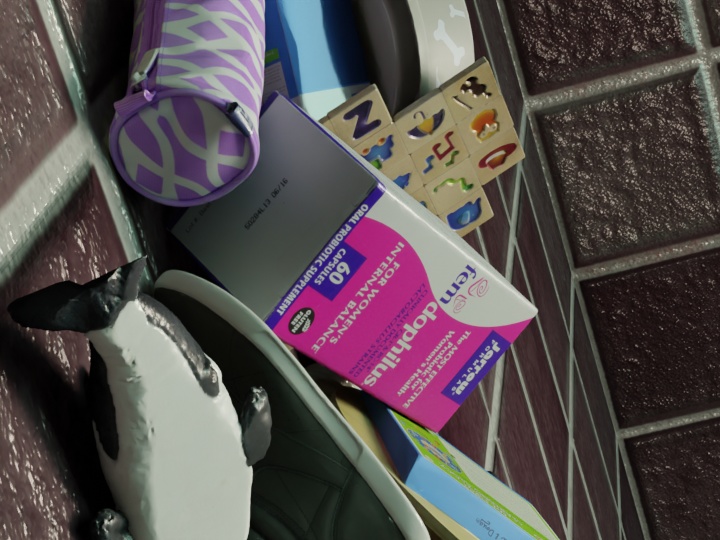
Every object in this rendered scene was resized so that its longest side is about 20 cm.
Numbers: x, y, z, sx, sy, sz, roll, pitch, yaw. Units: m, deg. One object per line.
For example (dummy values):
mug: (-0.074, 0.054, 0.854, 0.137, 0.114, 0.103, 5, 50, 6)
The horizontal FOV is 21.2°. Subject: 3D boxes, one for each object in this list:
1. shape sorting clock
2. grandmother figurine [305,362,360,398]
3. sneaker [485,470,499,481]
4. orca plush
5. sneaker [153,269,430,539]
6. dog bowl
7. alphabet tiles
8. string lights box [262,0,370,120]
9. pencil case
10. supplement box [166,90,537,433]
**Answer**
shape sorting clock: (0.058, 0.138, 1.118, 0.199, 0.039, 0.200, 39, 4, -3)
grandmother figurine: (-0.030, 0.119, 1.121, 0.201, 0.060, 0.122, -77, 159, -61)
sneaker: (0.045, 0.199, 1.254, 0.076, 0.113, 0.201, -62, 139, -70)
orca plush: (-0.108, 0.066, 0.858, 0.106, 0.071, 0.200, -52, 142, -14)
sneaker: (-0.064, 0.092, 0.963, 0.200, 0.099, 0.071, 48, -16, 17)
dog bowl: (-0.004, -0.139, 1.224, 0.058, 0.199, 0.202, -13, 89, -36)
alphabet tiles: (0.005, -0.044, 1.157, 0.008, 0.199, 0.168, 55, -3, 37)
string lights box: (-0.060, -0.174, 1.187, 0.059, 0.102, 0.202, -13, 89, -35)
pencil case: (-0.096, -0.124, 1.046, 0.085, 0.084, 0.201, 40, 29, -31)
supplement box: (0.000, 0.000, 1.102, 0.103, 0.101, 0.200, 43, 5, 37)
